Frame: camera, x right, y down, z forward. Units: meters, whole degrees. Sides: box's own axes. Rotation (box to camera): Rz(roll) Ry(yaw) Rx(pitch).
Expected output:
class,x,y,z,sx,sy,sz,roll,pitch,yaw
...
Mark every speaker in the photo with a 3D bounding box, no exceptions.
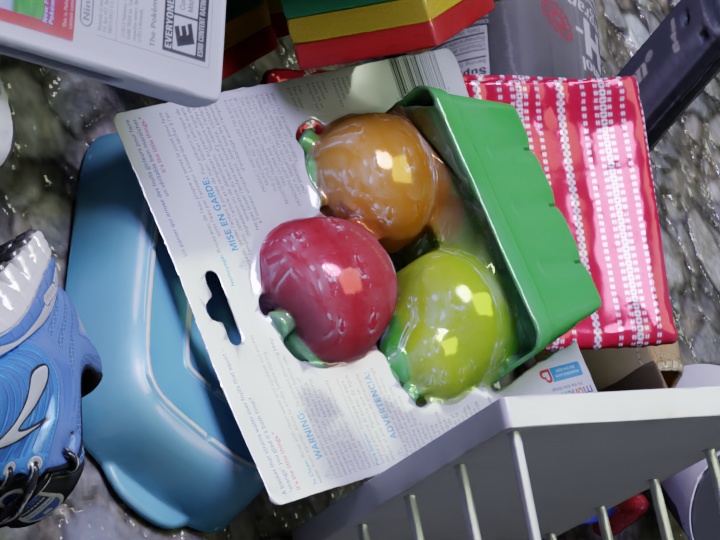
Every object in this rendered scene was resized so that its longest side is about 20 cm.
class,x,y,z,sx,sy,sz,roll,pitch,yaw
speaker,0.194,0.104,1.474,0.081,0.081,0.200,59,2,-9

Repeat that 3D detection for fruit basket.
class,x,y,z,sx,sy,sz,roll,pitch,yaw
fruit basket,0.000,0.000,1.261,0.199,0.094,0.186,-17,77,-34

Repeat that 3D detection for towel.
class,x,y,z,sx,sy,sz,roll,pitch,yaw
towel,0.051,-0.031,1.368,0.199,0.022,0.145,0,70,-16

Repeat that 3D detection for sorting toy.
class,x,y,z,sx,sy,sz,roll,pitch,yaw
sorting toy,-0.010,-0.142,1.314,0.199,0.199,0.070,-38,117,-59

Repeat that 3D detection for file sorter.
class,x,y,z,sx,sy,sz,roll,pitch,yaw
file sorter,0.084,0.138,1.205,0.138,0.200,0.125,-2,71,-28

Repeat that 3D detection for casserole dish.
class,x,y,z,sx,sy,sz,roll,pitch,yaw
casserole dish,-0.074,0.020,1.241,0.121,0.039,0.201,41,37,-36

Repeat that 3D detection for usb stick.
class,x,y,z,sx,sy,sz,roll,pitch,yaw
usb stick,0.141,-0.080,1.499,0.033,0.200,0.056,25,42,-17

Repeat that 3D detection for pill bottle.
class,x,y,z,sx,sy,sz,roll,pitch,yaw
pill bottle,0.072,-0.090,1.479,0.111,0.110,0.201,35,41,-41

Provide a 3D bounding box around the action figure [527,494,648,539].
class,x,y,z,sx,sy,sz,roll,pitch,yaw
action figure,0.078,0.112,1.398,0.200,0.052,0.066,6,59,-63

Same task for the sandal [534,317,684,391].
class,x,y,z,sx,sy,sz,roll,pitch,yaw
sandal,0.136,0.058,1.491,0.212,0.077,0.070,-96,161,-60

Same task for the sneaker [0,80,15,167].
class,x,y,z,sx,sy,sz,roll,pitch,yaw
sneaker,-0.208,-0.114,1.100,0.201,0.066,0.090,63,28,-8

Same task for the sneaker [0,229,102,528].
class,x,y,z,sx,sy,sz,roll,pitch,yaw
sneaker,-0.143,0.064,1.060,0.089,0.078,0.200,54,32,-14

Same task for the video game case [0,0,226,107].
class,x,y,z,sx,sy,sz,roll,pitch,yaw
video game case,-0.124,-0.180,1.129,0.182,0.023,0.201,14,74,-42
